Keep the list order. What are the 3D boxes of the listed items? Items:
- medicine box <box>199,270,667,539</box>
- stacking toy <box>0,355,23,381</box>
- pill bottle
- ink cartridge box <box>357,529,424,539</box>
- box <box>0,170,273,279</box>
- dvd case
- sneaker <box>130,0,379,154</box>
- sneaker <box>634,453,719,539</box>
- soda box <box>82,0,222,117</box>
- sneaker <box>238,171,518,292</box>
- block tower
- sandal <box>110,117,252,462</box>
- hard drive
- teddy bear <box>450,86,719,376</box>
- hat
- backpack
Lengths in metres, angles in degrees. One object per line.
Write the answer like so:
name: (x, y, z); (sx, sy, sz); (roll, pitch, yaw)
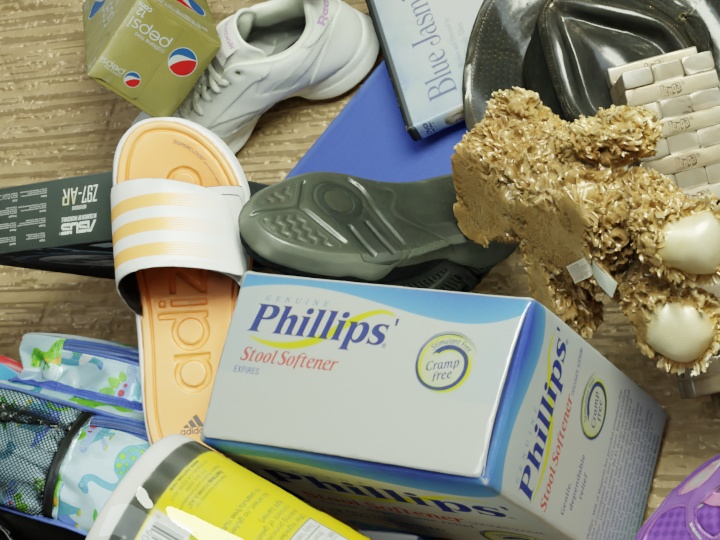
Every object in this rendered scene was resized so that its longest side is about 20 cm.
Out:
medicine box: (0.045, 0.086, 1.045); (0.181, 0.200, 0.103); (5, 72, 33)
stacking toy: (-0.299, 0.084, 1.332); (0.110, 0.116, 0.200); (-56, 40, -1)
pill bottle: (-0.040, 0.179, 0.976); (0.199, 0.114, 0.115); (28, 85, 13)
ink cartridge box: (0.017, 0.255, 1.055); (0.044, 0.094, 0.201); (1, 71, 31)
box: (-0.137, -0.027, 1.207); (0.199, 0.160, 0.044); (-5, 81, 40)
dvd case: (0.104, -0.179, 1.213); (0.199, 0.018, 0.143); (-24, 55, 11)
sneaker: (-0.089, -0.136, 1.286); (0.199, 0.100, 0.075); (-29, 59, 19)
sneaker: (0.220, 0.108, 1.000); (0.200, 0.088, 0.081); (-37, 57, 14)
soda box: (-0.146, -0.169, 1.292); (0.068, 0.064, 0.200); (-54, 19, 12)
sneaker: (0.000, 0.000, 1.101); (0.076, 0.199, 0.114); (54, 128, 28)
block tower: (0.185, -0.023, 1.041); (0.054, 0.058, 0.201); (-13, 85, -1)
sandal: (-0.096, 0.011, 1.045); (0.079, 0.059, 0.208); (-8, 81, 3)
hard drive: (0.026, -0.064, 1.230); (0.200, 0.025, 0.132); (-50, 53, 4)
teddy bear: (0.132, -0.025, 1.011); (0.067, 0.146, 0.200); (-24, 21, -28)
hat: (0.146, -0.116, 1.115); (0.199, 0.081, 0.202); (-2, 81, 15)
backpack: (-0.136, 0.127, 1.151); (0.199, 0.183, 0.148); (15, 76, 25)
